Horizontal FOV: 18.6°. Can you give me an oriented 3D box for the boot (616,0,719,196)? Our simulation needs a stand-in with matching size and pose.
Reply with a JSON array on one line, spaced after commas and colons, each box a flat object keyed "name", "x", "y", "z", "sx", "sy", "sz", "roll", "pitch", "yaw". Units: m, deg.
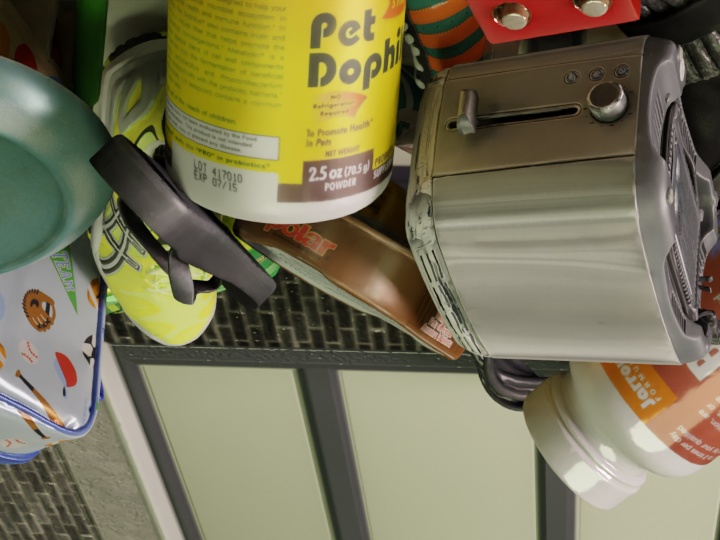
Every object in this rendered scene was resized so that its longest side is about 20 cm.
[{"name": "boot", "x": 0.145, "y": -0.113, "z": 1.088, "sx": 0.157, "sy": 0.080, "sz": 0.211, "roll": 15, "pitch": 139, "yaw": -31}]

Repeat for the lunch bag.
[{"name": "lunch bag", "x": -0.210, "y": 0.008, "z": 1.236, "sx": 0.075, "sy": 0.201, "sz": 0.160, "roll": -24, "pitch": 140, "yaw": 35}]

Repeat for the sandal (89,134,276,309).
[{"name": "sandal", "x": -0.096, "y": -0.019, "z": 1.087, "sx": 0.043, "sy": 0.076, "sz": 0.200, "roll": -44, "pitch": 160, "yaw": 0}]

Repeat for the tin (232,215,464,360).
[{"name": "tin", "x": 0.000, "y": 0.000, "z": 1.153, "sx": 0.112, "sy": 0.042, "sz": 0.200, "roll": 32, "pitch": 179, "yaw": 21}]

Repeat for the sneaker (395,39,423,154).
[{"name": "sneaker", "x": -0.001, "y": -0.085, "z": 1.148, "sx": 0.070, "sy": 0.094, "sz": 0.200, "roll": -17, "pitch": 144, "yaw": 33}]

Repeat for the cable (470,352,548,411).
[{"name": "cable", "x": 0.164, "y": 0.043, "z": 1.407, "sx": 0.200, "sy": 0.051, "sz": 0.163, "roll": -24, "pitch": 145, "yaw": 34}]

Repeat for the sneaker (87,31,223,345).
[{"name": "sneaker", "x": -0.109, "y": -0.030, "z": 1.210, "sx": 0.075, "sy": 0.077, "sz": 0.201, "roll": -14, "pitch": 132, "yaw": -14}]

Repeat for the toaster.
[{"name": "toaster", "x": 0.101, "y": -0.025, "z": 1.060, "sx": 0.129, "sy": 0.114, "sz": 0.200, "roll": -1, "pitch": 149, "yaw": 18}]

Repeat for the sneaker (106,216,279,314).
[{"name": "sneaker", "x": -0.139, "y": 0.005, "z": 1.348, "sx": 0.199, "sy": 0.074, "sz": 0.084, "roll": -11, "pitch": 143, "yaw": 25}]

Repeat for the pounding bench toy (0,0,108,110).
[{"name": "pounding bench toy", "x": -0.181, "y": -0.108, "z": 1.102, "sx": 0.199, "sy": 0.125, "sz": 0.156, "roll": -6, "pitch": 149, "yaw": 17}]

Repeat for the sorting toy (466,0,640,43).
[{"name": "sorting toy", "x": 0.101, "y": -0.179, "z": 0.883, "sx": 0.199, "sy": 0.070, "sz": 0.199, "roll": -6, "pitch": 145, "yaw": 22}]

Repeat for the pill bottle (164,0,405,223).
[{"name": "pill bottle", "x": -0.033, "y": -0.130, "z": 0.989, "sx": 0.109, "sy": 0.109, "sz": 0.201, "roll": 4, "pitch": 116, "yaw": 1}]

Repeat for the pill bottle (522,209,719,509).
[{"name": "pill bottle", "x": 0.194, "y": 0.048, "z": 1.271, "sx": 0.200, "sy": 0.112, "sz": 0.112, "roll": -41, "pitch": 132, "yaw": 21}]

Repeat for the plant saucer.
[{"name": "plant saucer", "x": -0.217, "y": -0.045, "z": 1.060, "sx": 0.199, "sy": 0.028, "sz": 0.200, "roll": 0, "pitch": 151, "yaw": 0}]

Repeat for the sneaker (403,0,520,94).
[{"name": "sneaker", "x": 0.043, "y": -0.140, "z": 1.071, "sx": 0.080, "sy": 0.072, "sz": 0.200, "roll": 9, "pitch": 139, "yaw": -1}]

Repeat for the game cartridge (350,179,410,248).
[{"name": "game cartridge", "x": 0.031, "y": -0.017, "z": 1.239, "sx": 0.200, "sy": 0.033, "sz": 0.176, "roll": 28, "pitch": 178, "yaw": -39}]
